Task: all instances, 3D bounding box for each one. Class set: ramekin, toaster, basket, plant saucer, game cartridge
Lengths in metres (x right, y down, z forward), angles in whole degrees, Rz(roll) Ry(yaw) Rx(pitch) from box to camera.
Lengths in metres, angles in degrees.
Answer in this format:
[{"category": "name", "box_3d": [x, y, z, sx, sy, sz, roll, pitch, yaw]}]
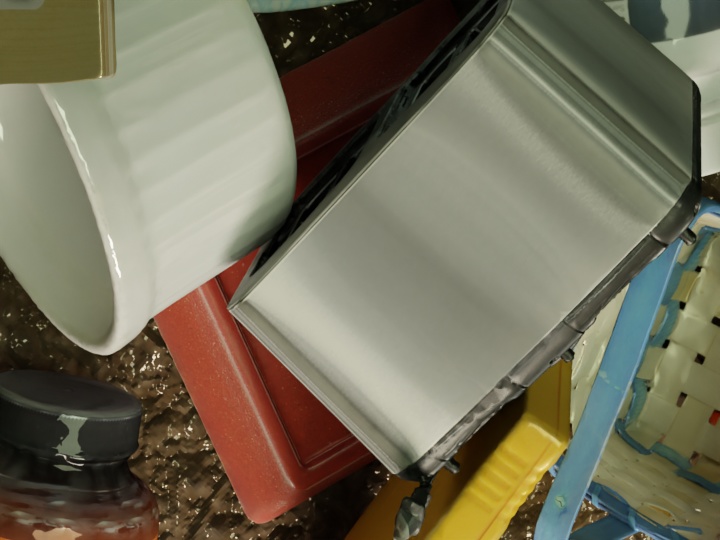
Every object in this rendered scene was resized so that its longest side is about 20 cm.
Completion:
[{"category": "ramekin", "box_3d": [-0.111, -0.076, 0.906, 0.097, 0.200, 0.202, -29, 112, -22]}, {"category": "toaster", "box_3d": [0.049, -0.021, 0.919, 0.119, 0.200, 0.181, 41, 111, -7]}, {"category": "basket", "box_3d": [0.156, 0.046, 1.039, 0.199, 0.139, 0.177, -2, 117, -58]}, {"category": "plant saucer", "box_3d": [0.000, 0.000, 1.055, 0.199, 0.037, 0.201, -29, 111, -14]}, {"category": "game cartridge", "box_3d": [0.031, 0.116, 0.994, 0.032, 0.176, 0.200, 35, 108, -5]}]

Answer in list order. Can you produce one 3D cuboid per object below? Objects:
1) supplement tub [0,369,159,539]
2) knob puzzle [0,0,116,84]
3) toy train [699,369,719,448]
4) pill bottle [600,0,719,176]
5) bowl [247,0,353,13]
[{"category": "supplement tub", "box_3d": [-0.151, 0.151, 0.992, 0.106, 0.107, 0.202, 8, 99, -24]}, {"category": "knob puzzle", "box_3d": [-0.173, -0.158, 0.799, 0.030, 0.218, 0.222, -19, 116, -62]}, {"category": "toy train", "box_3d": [0.275, 0.065, 1.172, 0.200, 0.056, 0.151, -38, 114, -10]}, {"category": "pill bottle", "box_3d": [0.132, -0.149, 1.025, 0.119, 0.120, 0.202, -16, 109, -18]}, {"category": "bowl", "box_3d": [0.027, -0.184, 0.892, 0.199, 0.200, 0.109, -14, 89, -19]}]
